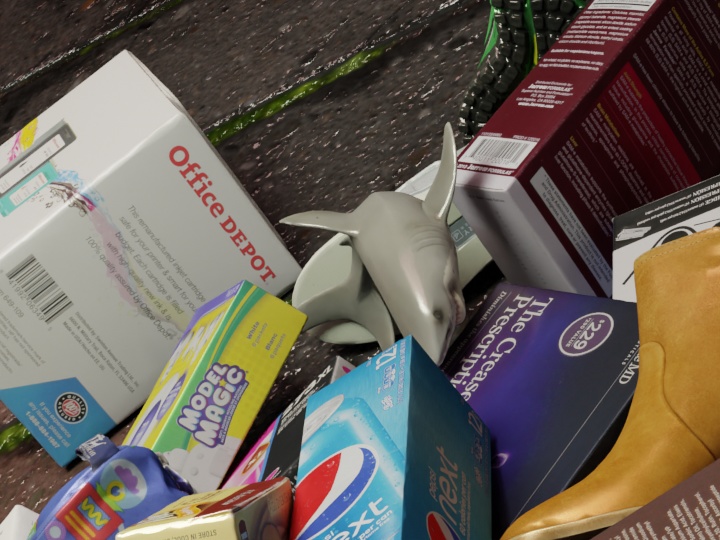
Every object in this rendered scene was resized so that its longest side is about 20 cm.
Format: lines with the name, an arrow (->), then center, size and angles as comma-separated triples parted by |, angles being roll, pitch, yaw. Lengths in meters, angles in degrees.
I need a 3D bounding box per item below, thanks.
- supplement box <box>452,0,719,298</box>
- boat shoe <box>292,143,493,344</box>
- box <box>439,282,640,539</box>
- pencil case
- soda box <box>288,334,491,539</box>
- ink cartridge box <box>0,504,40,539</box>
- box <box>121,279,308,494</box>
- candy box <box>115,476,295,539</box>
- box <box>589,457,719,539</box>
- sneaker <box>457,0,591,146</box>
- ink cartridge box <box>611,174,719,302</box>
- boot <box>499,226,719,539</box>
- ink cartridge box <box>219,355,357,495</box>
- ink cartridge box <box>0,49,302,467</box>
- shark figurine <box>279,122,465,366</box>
supplement box -> 0.144, -0.079, 1.237 | 0.200, 0.109, 0.061 | -49, 32, -21
boat shoe -> 0.050, -0.026, 1.317 | 0.201, 0.070, 0.072 | -33, 9, 12
box -> 0.076, 0.107, 1.086 | 0.141, 0.079, 0.200 | 10, 54, 49
pencil case -> -0.066, 0.162, 1.037 | 0.087, 0.200, 0.078 | -48, -3, -23
soda box -> 0.013, 0.113, 0.968 | 0.064, 0.068, 0.200 | -32, 21, 17
ink cartridge box -> -0.127, 0.228, 1.045 | 0.084, 0.145, 0.200 | -50, 23, 26
box -> -0.107, 0.108, 1.238 | 0.200, 0.048, 0.117 | -64, 12, -17
candy box -> -0.045, 0.194, 0.936 | 0.055, 0.201, 0.115 | -12, 0, 10
box -> 0.153, 0.145, 0.930 | 0.200, 0.100, 0.075 | -33, 29, 5
sneaker -> 0.110, -0.160, 1.335 | 0.085, 0.078, 0.200 | -70, 3, -49
ink cartridge box -> 0.225, -0.020, 1.135 | 0.200, 0.044, 0.094 | -23, 35, 23
boot -> 0.141, 0.057, 1.009 | 0.201, 0.071, 0.144 | -15, 58, -4
ink cartridge box -> -0.035, 0.101, 1.164 | 0.095, 0.037, 0.200 | -47, 4, 12
ink cartridge box -> -0.169, -0.011, 1.433 | 0.200, 0.147, 0.146 | -38, 29, -3
shark figurine -> -0.004, -0.012, 1.209 | 0.089, 0.129, 0.214 | 2, -3, -13
